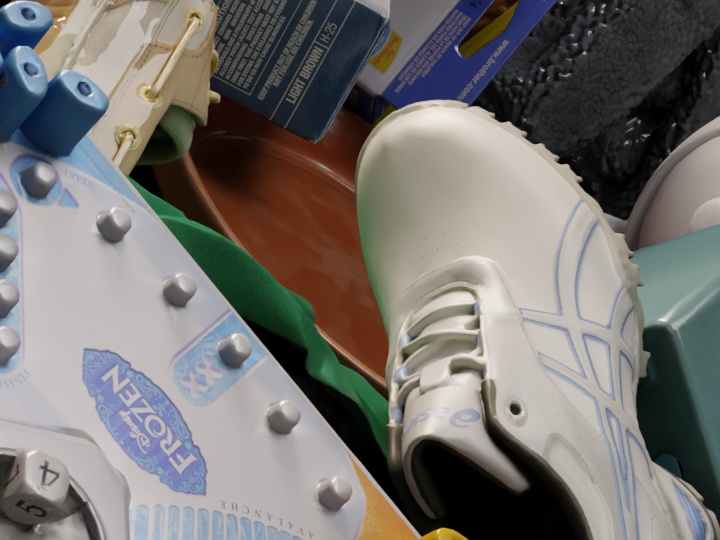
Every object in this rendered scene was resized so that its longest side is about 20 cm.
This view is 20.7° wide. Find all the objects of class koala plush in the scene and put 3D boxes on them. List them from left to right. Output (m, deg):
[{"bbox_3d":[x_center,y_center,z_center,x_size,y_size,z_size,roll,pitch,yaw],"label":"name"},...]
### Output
[{"bbox_3d":[0.107,-0.136,1.017,0.177,0.184,0.200,36,1,-44],"label":"koala plush"}]

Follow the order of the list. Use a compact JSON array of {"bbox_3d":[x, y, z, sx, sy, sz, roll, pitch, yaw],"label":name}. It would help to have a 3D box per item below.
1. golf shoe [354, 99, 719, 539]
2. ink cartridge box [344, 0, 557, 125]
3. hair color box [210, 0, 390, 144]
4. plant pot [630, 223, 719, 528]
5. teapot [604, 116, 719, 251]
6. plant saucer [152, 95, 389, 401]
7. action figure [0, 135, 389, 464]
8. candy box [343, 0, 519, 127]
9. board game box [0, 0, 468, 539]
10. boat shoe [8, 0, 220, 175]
[{"bbox_3d":[0.040,0.032,0.556,0.097,0.078,0.200,16,46,-58],"label":"golf shoe"},{"bbox_3d":[-0.011,-0.149,0.860,0.200,0.119,0.042,36,-17,11],"label":"ink cartridge box"},{"bbox_3d":[-0.088,-0.131,0.754,0.200,0.061,0.100,28,18,-9],"label":"hair color box"},{"bbox_3d":[0.122,0.056,0.687,0.200,0.141,0.142,-12,84,-55],"label":"plant pot"},{"bbox_3d":[0.179,0.001,0.848,0.146,0.200,0.198,23,35,-48],"label":"teapot"},{"bbox_3d":[0.000,0.000,0.760,0.200,0.032,0.200,36,23,-18],"label":"plant saucer"},{"bbox_3d":[-0.053,0.009,0.554,0.118,0.055,0.200,35,-4,33],"label":"action figure"},{"bbox_3d":[0.039,-0.148,0.896,0.102,0.200,0.026,47,-13,14],"label":"candy box"},{"bbox_3d":[-0.068,0.055,0.398,0.200,0.026,0.200,51,39,-3],"label":"board game box"},{"bbox_3d":[-0.083,-0.060,0.638,0.069,0.074,0.200,49,49,-21],"label":"boat shoe"}]
